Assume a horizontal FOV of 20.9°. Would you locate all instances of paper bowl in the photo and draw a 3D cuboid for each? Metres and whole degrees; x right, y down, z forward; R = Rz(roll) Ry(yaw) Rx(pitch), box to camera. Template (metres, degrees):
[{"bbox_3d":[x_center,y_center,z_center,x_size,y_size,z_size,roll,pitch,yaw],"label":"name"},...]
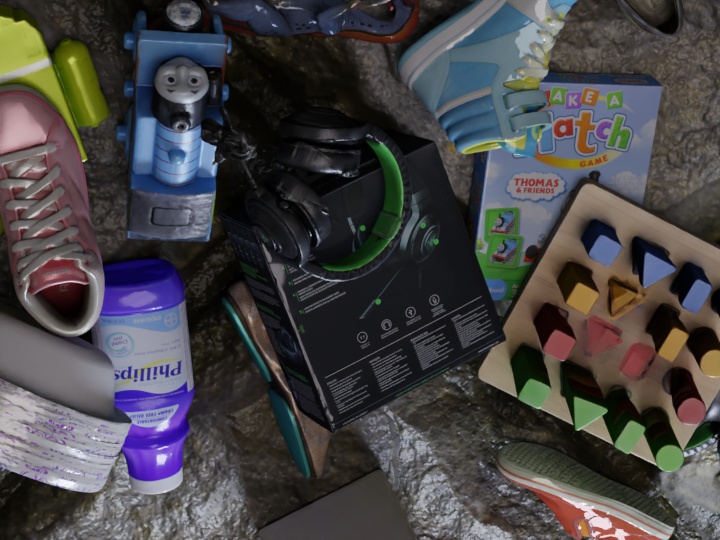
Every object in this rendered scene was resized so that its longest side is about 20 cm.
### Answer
[{"bbox_3d":[-0.276,0.090,1.555,0.200,0.201,0.105,24,89,-22],"label":"paper bowl"}]

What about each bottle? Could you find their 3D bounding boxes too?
[{"bbox_3d":[-0.183,0.092,1.652,0.083,0.065,0.201,-6,114,-8],"label":"bottle"}]

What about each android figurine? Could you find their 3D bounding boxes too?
[{"bbox_3d":[-0.294,-0.127,1.544,0.181,0.041,0.201,-22,117,-4],"label":"android figurine"}]

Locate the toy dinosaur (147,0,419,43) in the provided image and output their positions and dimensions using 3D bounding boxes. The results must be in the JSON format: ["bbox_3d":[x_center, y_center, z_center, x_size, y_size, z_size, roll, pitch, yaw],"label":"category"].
[{"bbox_3d":[-0.048,-0.219,1.570,0.181,0.105,0.200,27,138,-32],"label":"toy dinosaur"}]

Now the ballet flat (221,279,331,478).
[{"bbox_3d":[-0.053,0.090,1.687,0.067,0.068,0.201,-28,118,-11],"label":"ballet flat"}]

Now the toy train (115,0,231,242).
[{"bbox_3d":[-0.144,-0.115,1.521,0.086,0.115,0.200,1,142,-10],"label":"toy train"}]

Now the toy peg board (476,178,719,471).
[{"bbox_3d":[0.234,0.061,1.665,0.199,0.098,0.200,26,106,-10],"label":"toy peg board"}]

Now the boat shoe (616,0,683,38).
[{"bbox_3d":[0.213,-0.276,1.595,0.073,0.065,0.200,-37,115,6],"label":"boat shoe"}]

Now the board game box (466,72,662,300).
[{"bbox_3d":[0.171,-0.071,1.689,0.150,0.037,0.201,0,112,-14],"label":"board game box"}]

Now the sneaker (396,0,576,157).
[{"bbox_3d":[0.140,-0.168,1.575,0.200,0.079,0.131,-35,76,21],"label":"sneaker"}]

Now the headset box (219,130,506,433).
[{"bbox_3d":[0.000,0.000,1.612,0.174,0.093,0.201,-28,109,-16],"label":"headset box"}]

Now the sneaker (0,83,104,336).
[{"bbox_3d":[-0.243,-0.041,1.514,0.075,0.105,0.201,-15,111,-7],"label":"sneaker"}]

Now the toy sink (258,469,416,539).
[{"bbox_3d":[0.005,0.289,1.711,0.130,0.200,0.112,-27,116,-2],"label":"toy sink"}]

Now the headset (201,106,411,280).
[{"bbox_3d":[-0.037,-0.066,1.476,0.199,0.094,0.124,27,86,-35],"label":"headset"}]

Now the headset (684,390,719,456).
[{"bbox_3d":[0.305,0.084,1.783,0.123,0.094,0.200,27,119,-22],"label":"headset"}]

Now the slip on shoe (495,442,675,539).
[{"bbox_3d":[0.202,0.217,1.804,0.199,0.074,0.061,28,107,-28],"label":"slip on shoe"}]

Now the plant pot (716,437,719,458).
[{"bbox_3d":[0.420,0.222,1.801,0.199,0.200,0.189,-25,102,-3],"label":"plant pot"}]
